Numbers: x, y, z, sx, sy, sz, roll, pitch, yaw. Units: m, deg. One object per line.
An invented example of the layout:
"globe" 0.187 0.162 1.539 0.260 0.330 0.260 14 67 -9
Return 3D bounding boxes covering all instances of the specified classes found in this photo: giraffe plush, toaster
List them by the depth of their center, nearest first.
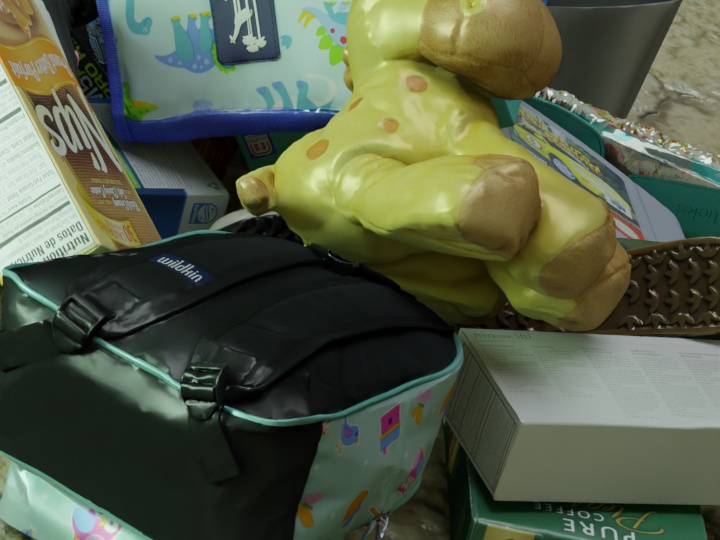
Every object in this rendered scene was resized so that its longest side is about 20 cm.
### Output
"giraffe plush" 0.039 -0.076 1.412 0.199 0.163 0.173 10 -16 19
"toaster" 0.096 -0.143 1.798 0.199 0.130 0.114 -7 36 -39

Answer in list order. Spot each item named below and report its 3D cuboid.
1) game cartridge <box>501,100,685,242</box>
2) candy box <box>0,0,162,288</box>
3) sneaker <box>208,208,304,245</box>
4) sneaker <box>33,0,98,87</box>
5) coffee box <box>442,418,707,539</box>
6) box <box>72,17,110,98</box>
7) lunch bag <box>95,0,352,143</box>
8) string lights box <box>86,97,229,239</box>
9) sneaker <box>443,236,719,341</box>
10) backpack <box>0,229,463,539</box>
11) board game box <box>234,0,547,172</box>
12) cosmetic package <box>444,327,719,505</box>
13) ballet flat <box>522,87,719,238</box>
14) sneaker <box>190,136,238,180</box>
"game cartridge" 0.108 -0.045 1.652 0.200 0.041 0.133 34 15 -19
"candy box" -0.168 -0.073 1.409 0.200 0.055 0.115 60 10 16
"sneaker" 0.000 0.000 1.572 0.199 0.071 0.093 3 8 -22
"sneaker" -0.160 -0.134 1.548 0.099 0.071 0.200 1 49 -40
"coffee box" 0.102 0.096 1.466 0.122 0.044 0.200 12 28 -9
"box" -0.181 -0.185 1.665 0.200 0.044 0.160 52 43 -9
"lunch bag" -0.044 -0.165 1.541 0.169 0.201 0.127 -4 -19 22
"string lights box" -0.181 -0.044 1.537 0.199 0.059 0.103 0 33 -30
"sneaker" 0.108 0.015 1.512 0.199 0.067 0.090 2 -9 8
"backpack" -0.057 0.063 1.318 0.175 0.154 0.200 23 28 25
"board game box" 0.023 -0.133 1.624 0.152 0.045 0.200 -11 31 20
"cosmetic package" 0.144 0.073 1.429 0.199 0.051 0.083 4 32 -24
"ballet flat" 0.145 -0.061 1.753 0.199 0.076 0.064 24 17 -7
"sneaker" -0.094 -0.132 1.650 0.077 0.073 0.201 4 69 3
